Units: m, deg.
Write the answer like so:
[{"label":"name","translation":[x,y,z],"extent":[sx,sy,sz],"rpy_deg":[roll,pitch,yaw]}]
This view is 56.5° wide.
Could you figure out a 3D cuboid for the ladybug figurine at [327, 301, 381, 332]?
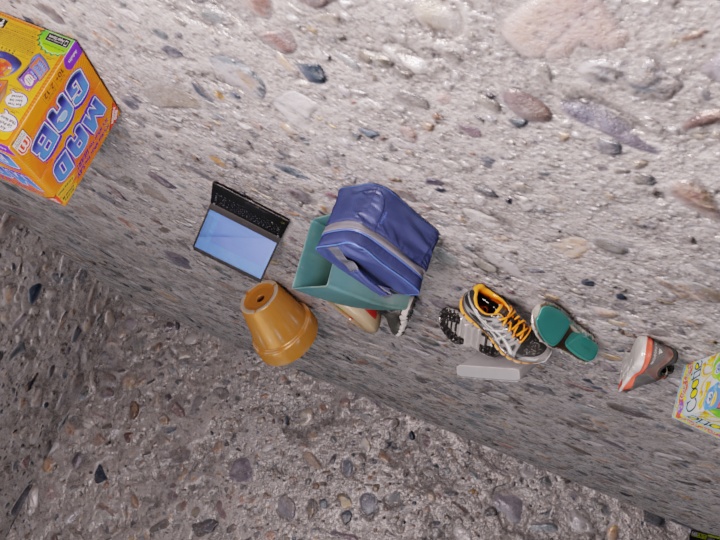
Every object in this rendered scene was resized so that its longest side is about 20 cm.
[{"label":"ladybug figurine","translation":[-0.022,0.068,1.566],"extent":[0.199,0.073,0.135],"rpy_deg":[41,170,-28]}]

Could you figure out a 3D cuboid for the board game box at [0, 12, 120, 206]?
[{"label":"board game box","translation":[-0.562,-0.269,1.109],"extent":[0.196,0.204,0.201],"rpy_deg":[21,162,8]}]

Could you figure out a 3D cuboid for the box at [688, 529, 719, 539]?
[{"label":"box","translation":[1.395,1.157,2.669],"extent":[0.047,0.197,0.199],"rpy_deg":[32,160,-23]}]

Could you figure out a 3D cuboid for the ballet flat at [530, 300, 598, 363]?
[{"label":"ballet flat","translation":[0.363,0.112,1.237],"extent":[0.199,0.073,0.071],"rpy_deg":[36,159,-32]}]

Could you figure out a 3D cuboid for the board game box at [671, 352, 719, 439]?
[{"label":"board game box","translation":[0.615,0.203,1.097],"extent":[0.101,0.107,0.201],"rpy_deg":[22,162,5]}]

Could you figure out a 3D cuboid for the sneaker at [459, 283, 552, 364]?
[{"label":"sneaker","translation":[0.272,0.100,1.257],"extent":[0.198,0.079,0.078],"rpy_deg":[35,155,16]}]

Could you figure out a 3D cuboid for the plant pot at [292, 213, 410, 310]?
[{"label":"plant pot","translation":[0.000,0.000,1.268],"extent":[0.197,0.145,0.140],"rpy_deg":[25,164,-30]}]

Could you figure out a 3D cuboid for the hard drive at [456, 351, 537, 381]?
[{"label":"hard drive","translation":[0.296,0.183,1.369],"extent":[0.129,0.027,0.198],"rpy_deg":[-1,-173,33]}]

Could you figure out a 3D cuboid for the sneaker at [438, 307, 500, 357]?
[{"label":"sneaker","translation":[0.247,0.127,1.394],"extent":[0.089,0.068,0.199],"rpy_deg":[0,-166,-35]}]

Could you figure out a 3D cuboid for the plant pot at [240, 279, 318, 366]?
[{"label":"plant pot","translation":[-0.247,0.136,1.913],"extent":[0.197,0.202,0.185],"rpy_deg":[8,142,40]}]

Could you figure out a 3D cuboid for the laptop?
[{"label":"laptop","translation":[-0.260,-0.077,1.433],"extent":[0.174,0.105,0.200],"rpy_deg":[26,162,-8]}]

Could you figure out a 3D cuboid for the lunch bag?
[{"label":"lunch bag","translation":[0.030,-0.035,1.126],"extent":[0.199,0.135,0.134],"rpy_deg":[35,159,-31]}]

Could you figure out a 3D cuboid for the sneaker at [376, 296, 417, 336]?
[{"label":"sneaker","translation":[0.076,0.092,1.553],"extent":[0.089,0.068,0.201],"rpy_deg":[24,159,7]}]

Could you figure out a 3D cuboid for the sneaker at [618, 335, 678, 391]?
[{"label":"sneaker","translation":[0.522,0.183,1.218],"extent":[0.080,0.079,0.201],"rpy_deg":[12,161,13]}]
